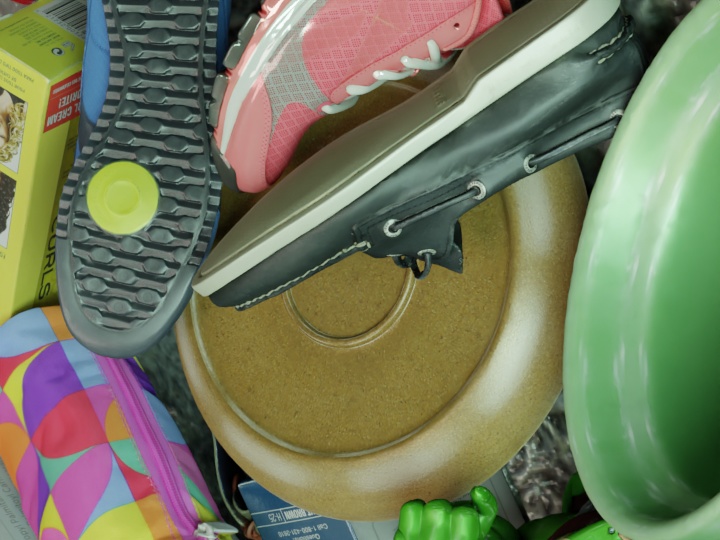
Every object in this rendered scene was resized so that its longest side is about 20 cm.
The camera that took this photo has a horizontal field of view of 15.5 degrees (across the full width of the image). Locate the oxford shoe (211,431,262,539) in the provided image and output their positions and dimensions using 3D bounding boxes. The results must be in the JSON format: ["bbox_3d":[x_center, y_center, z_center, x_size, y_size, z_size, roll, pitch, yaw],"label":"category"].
[{"bbox_3d":[-0.030,0.112,1.198,0.070,0.075,0.201,-6,109,41],"label":"oxford shoe"}]

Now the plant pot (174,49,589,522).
[{"bbox_3d":[0.000,0.000,1.071,0.199,0.027,0.201,-7,77,32],"label":"plant pot"}]

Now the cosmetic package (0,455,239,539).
[{"bbox_3d":[-0.166,0.190,1.237,0.166,0.199,0.168,48,139,40],"label":"cosmetic package"}]

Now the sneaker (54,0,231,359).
[{"bbox_3d":[-0.087,-0.061,1.107,0.066,0.078,0.201,5,83,0],"label":"sneaker"}]

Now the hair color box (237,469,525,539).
[{"bbox_3d":[0.034,0.156,1.150,0.060,0.100,0.201,-16,102,45],"label":"hair color box"}]

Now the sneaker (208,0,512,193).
[{"bbox_3d":[0.011,-0.100,1.023,0.087,0.074,0.201,34,113,5],"label":"sneaker"}]

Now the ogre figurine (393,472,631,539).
[{"bbox_3d":[0.102,0.121,1.040,0.120,0.199,0.099,156,104,-76],"label":"ogre figurine"}]

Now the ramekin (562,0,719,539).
[{"bbox_3d":[0.157,0.004,0.899,0.097,0.201,0.200,15,137,-20],"label":"ramekin"}]

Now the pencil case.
[{"bbox_3d":[-0.105,0.097,1.166,0.200,0.088,0.089,54,143,43],"label":"pencil case"}]

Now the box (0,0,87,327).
[{"bbox_3d":[-0.151,-0.030,1.224,0.050,0.075,0.201,31,129,22],"label":"box"}]

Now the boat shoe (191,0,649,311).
[{"bbox_3d":[0.028,-0.032,1.006,0.199,0.075,0.066,-36,106,10],"label":"boat shoe"}]

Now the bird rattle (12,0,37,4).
[{"bbox_3d":[-0.176,-0.211,1.154,0.163,0.112,0.200,53,150,19],"label":"bird rattle"}]
